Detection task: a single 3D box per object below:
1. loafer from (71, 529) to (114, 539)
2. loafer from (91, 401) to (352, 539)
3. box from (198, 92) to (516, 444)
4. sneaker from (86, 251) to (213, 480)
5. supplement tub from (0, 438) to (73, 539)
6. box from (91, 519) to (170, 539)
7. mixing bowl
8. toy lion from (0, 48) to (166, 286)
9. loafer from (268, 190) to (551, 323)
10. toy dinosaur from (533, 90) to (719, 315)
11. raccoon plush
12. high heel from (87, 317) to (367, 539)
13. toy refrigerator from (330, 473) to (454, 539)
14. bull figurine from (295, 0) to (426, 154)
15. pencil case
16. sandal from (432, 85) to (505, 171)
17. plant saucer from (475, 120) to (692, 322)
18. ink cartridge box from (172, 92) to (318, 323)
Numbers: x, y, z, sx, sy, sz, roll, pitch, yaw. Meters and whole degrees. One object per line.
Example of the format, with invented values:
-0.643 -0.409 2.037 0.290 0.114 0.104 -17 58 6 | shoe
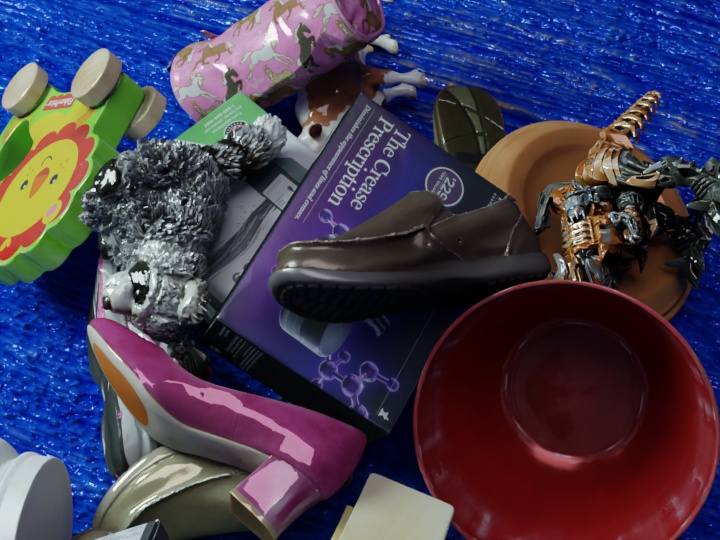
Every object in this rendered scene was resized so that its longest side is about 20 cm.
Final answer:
-0.110 0.238 0.726 0.199 0.071 0.073 38 63 -1 | loafer
-0.090 0.152 0.815 0.198 0.076 0.068 -25 53 -16 | loafer
0.000 0.000 0.825 0.140 0.079 0.201 34 67 -8 | box
-0.157 0.068 0.886 0.085 0.081 0.202 0 55 -23 | sneaker
-0.301 0.175 0.761 0.197 0.145 0.146 4 56 4 | supplement tub
-0.178 0.248 0.674 0.198 0.160 0.048 -19 17 10 | box
0.143 0.095 0.804 0.198 0.202 0.108 16 14 12 | mixing bowl
-0.253 -0.078 0.940 0.199 0.069 0.193 4 62 48 | toy lion
0.029 -0.013 0.763 0.198 0.073 0.072 -4 72 -29 | loafer
0.205 -0.056 0.878 0.134 0.102 0.202 15 81 10 | toy dinosaur
-0.104 -0.032 0.834 0.199 0.097 0.134 -34 69 -17 | raccoon plush
-0.092 0.083 0.782 0.199 0.068 0.096 39 60 20 | high heel
-0.004 0.220 0.715 0.069 0.077 0.200 21 32 8 | toy refrigerator
-0.013 -0.178 1.046 0.120 0.065 0.202 -9 58 -10 | bull figurine
-0.071 -0.191 0.985 0.087 0.199 0.083 61 35 -10 | pencil case
0.086 -0.066 0.972 0.081 0.055 0.202 5 56 -13 | sandal
0.183 -0.038 0.931 0.198 0.038 0.202 7 63 -13 | plant saucer
-0.078 -0.027 0.931 0.200 0.084 0.146 39 65 23 | ink cartridge box
